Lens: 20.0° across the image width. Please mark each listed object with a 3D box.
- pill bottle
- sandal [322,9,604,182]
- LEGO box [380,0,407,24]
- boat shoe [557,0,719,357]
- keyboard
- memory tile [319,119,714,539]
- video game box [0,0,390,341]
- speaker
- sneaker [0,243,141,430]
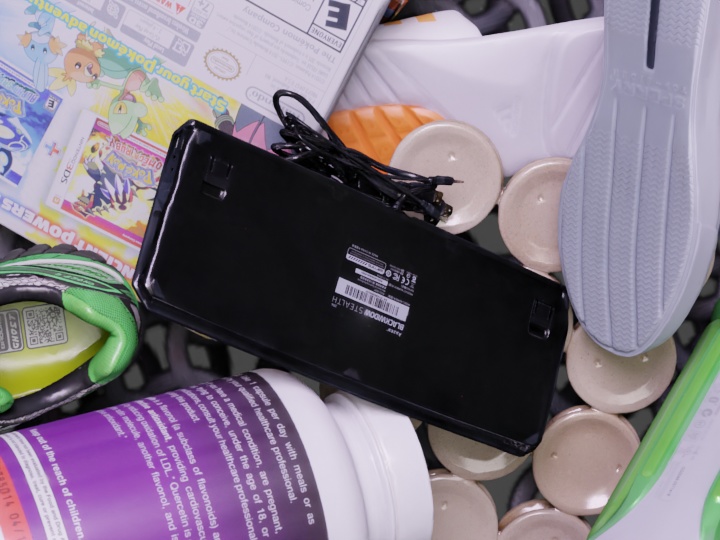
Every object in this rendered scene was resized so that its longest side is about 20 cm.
[{"bbox_3d":[-0.075,0.106,0.827,0.198,0.112,0.114,-13,91,-21],"label":"pill bottle"},{"bbox_3d":[0.051,-0.077,0.903,0.204,0.059,0.080,-7,115,6],"label":"sandal"},{"bbox_3d":[0.016,-0.236,0.890,0.149,0.077,0.201,38,87,-4],"label":"LEGO box"},{"bbox_3d":[0.131,-0.061,0.832,0.062,0.072,0.202,-20,126,-43],"label":"boat shoe"},{"bbox_3d":[0.000,0.000,0.841,0.199,0.040,0.105,24,75,-28],"label":"keyboard"},{"bbox_3d":[0.061,0.045,0.899,0.152,0.017,0.202,17,103,-6],"label":"memory tile"},{"bbox_3d":[-0.106,-0.096,0.860,0.199,0.047,0.183,29,110,-1],"label":"video game box"},{"bbox_3d":[0.157,0.086,0.861,0.088,0.088,0.201,38,57,-4],"label":"speaker"},{"bbox_3d":[-0.183,0.035,0.814,0.198,0.085,0.079,-18,100,-13],"label":"sneaker"}]
